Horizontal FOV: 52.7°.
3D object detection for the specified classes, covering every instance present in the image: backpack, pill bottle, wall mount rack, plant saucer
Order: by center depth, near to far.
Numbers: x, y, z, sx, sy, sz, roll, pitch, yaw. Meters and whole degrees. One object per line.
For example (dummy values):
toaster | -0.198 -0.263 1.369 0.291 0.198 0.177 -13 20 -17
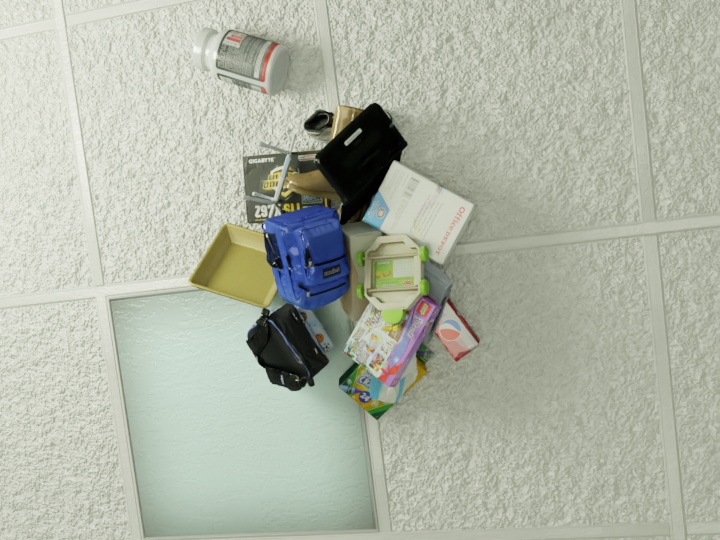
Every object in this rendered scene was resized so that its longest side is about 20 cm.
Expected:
backpack | -0.108 -0.017 1.545 0.161 0.168 0.202 -16 110 -25
wall mount rack | -0.200 -0.210 1.584 0.074 0.174 0.202 16 98 -6
pill bottle | -0.272 -0.480 1.652 0.198 0.116 0.117 19 99 9
backpack | -0.169 0.166 1.663 0.190 0.154 0.201 -24 96 51
plant saucer | -0.266 -0.003 1.687 0.198 0.201 0.049 16 143 10

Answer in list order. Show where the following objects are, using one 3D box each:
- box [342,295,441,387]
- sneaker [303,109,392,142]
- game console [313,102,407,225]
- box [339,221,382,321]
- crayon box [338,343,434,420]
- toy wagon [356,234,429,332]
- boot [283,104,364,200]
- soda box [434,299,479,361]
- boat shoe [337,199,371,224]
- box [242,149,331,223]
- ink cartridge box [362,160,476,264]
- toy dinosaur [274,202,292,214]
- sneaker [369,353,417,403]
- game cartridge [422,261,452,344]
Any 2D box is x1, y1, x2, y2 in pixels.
box | 0.064 0.126 1.539 0.136 0.039 0.201 35 101 26
sneaker | -0.032 -0.322 1.618 0.199 0.115 0.076 -6 94 12
game console | -0.004 -0.226 1.557 0.200 0.116 0.176 -46 110 -20
box | 0.000 0.000 1.617 0.077 0.095 0.202 -10 112 -19
crayon box | 0.061 0.230 1.669 0.126 0.052 0.200 42 102 -12
toy wagon | 0.067 0.028 1.503 0.154 0.040 0.202 -4 80 25
boot | -0.065 -0.258 1.567 0.174 0.066 0.202 5 110 -29
soda box | 0.185 0.102 1.642 0.070 0.063 0.201 -38 88 12
boat shoe | -0.033 -0.120 1.670 0.076 0.072 0.202 22 93 25
box | -0.171 -0.194 1.694 0.198 0.049 0.161 -2 97 12
ink cartridge box | 0.134 -0.126 1.588 0.199 0.145 0.148 31 100 7
toy dinosaur | -0.147 -0.080 1.653 0.077 0.102 0.201 -8 125 44
sneaker | 0.089 0.197 1.601 0.080 0.077 0.201 16 104 -28
game cartridge | 0.120 0.058 1.578 0.133 0.041 0.201 41 141 25
